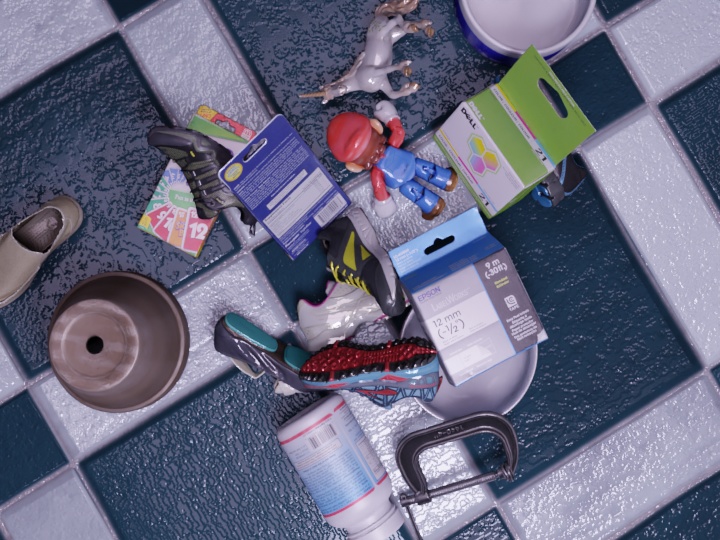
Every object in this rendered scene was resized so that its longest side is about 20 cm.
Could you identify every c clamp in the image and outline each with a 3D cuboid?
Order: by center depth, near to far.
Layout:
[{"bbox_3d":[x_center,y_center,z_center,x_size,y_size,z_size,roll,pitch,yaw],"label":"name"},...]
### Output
[{"bbox_3d":[0.135,0.279,1.361,0.198,0.027,0.172,-24,110,13],"label":"c clamp"}]

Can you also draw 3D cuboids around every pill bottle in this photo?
[{"bbox_3d":[-0.024,0.281,1.353,0.108,0.109,0.202,-30,89,-3],"label":"pill bottle"}]

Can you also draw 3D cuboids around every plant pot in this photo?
[{"bbox_3d":[-0.340,0.097,1.317,0.196,0.174,0.204,0,87,-2],"label":"plant pot"}]

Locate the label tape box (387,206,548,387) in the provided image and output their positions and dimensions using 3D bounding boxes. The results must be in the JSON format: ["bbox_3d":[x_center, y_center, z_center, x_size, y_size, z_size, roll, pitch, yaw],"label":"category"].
[{"bbox_3d":[0.142,0.033,1.310,0.142,0.066,0.202,-26,90,-3],"label":"label tape box"}]

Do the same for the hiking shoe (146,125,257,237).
[{"bbox_3d":[-0.212,-0.125,1.347,0.198,0.076,0.102,27,84,-15],"label":"hiking shoe"}]

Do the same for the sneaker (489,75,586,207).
[{"bbox_3d":[0.252,-0.194,1.409,0.081,0.073,0.202,-30,97,-15],"label":"sneaker"}]

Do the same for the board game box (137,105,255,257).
[{"bbox_3d":[-0.233,-0.131,1.403,0.094,0.030,0.202,26,85,-2],"label":"board game box"}]

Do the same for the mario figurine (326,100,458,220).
[{"bbox_3d":[0.038,-0.158,1.402,0.198,0.106,0.124,32,51,-11],"label":"mario figurine"}]

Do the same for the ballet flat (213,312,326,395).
[{"bbox_3d":[-0.122,0.132,1.382,0.198,0.073,0.074,29,87,-7],"label":"ballet flat"}]

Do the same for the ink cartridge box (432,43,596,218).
[{"bbox_3d":[0.202,-0.185,1.324,0.075,0.200,0.149,-31,82,-29],"label":"ink cartridge box"}]

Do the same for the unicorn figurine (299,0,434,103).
[{"bbox_3d":[0.023,-0.298,1.391,0.136,0.074,0.202,9,63,34],"label":"unicorn figurine"}]

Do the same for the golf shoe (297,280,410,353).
[{"bbox_3d":[0.001,0.040,1.383,0.198,0.075,0.092,-28,86,-4],"label":"golf shoe"}]

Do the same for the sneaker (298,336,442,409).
[{"bbox_3d":[0.012,0.152,1.307,0.197,0.080,0.097,-4,122,20],"label":"sneaker"}]

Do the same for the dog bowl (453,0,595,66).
[{"bbox_3d":[0.234,-0.400,1.404,0.197,0.079,0.204,0,87,-2],"label":"dog bowl"}]

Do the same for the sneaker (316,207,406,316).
[{"bbox_3d":[0.000,0.000,1.346,0.084,0.201,0.075,-25,134,-3],"label":"sneaker"}]

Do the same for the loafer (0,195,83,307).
[{"bbox_3d":[-0.475,-0.029,1.367,0.075,0.068,0.201,41,87,0],"label":"loafer"}]

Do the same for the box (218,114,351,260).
[{"bbox_3d":[-0.106,-0.117,1.341,0.121,0.200,0.032,-44,46,-4],"label":"box"}]

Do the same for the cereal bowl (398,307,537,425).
[{"bbox_3d":[0.147,0.114,1.379,0.197,0.083,0.204,0,88,-3],"label":"cereal bowl"}]
